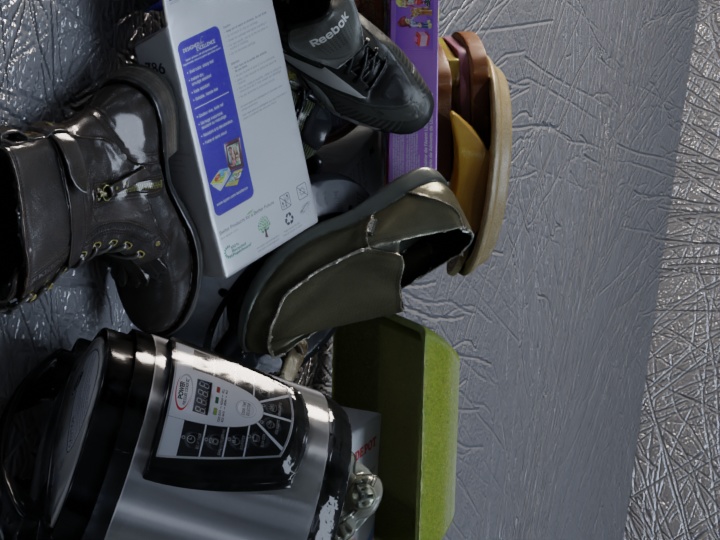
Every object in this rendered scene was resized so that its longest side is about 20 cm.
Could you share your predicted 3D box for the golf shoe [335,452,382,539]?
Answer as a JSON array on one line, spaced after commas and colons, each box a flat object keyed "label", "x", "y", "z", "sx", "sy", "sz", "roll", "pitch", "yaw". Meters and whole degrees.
[{"label": "golf shoe", "x": -0.069, "y": 0.216, "z": 1.477, "sx": 0.200, "sy": 0.078, "sz": 0.097, "roll": -33, "pitch": 167, "yaw": -13}]

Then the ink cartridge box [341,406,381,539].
[{"label": "ink cartridge box", "x": -0.048, "y": 0.219, "z": 1.622, "sx": 0.145, "sy": 0.085, "sz": 0.200, "roll": -30, "pitch": 124, "yaw": -68}]

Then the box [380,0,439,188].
[{"label": "box", "x": 0.037, "y": -0.146, "z": 1.524, "sx": 0.137, "sy": 0.039, "sz": 0.200, "roll": -102, "pitch": -168, "yaw": -84}]

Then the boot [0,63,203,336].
[{"label": "boot", "x": -0.172, "y": -0.019, "z": 1.206, "sx": 0.174, "sy": 0.069, "sz": 0.200, "roll": -46, "pitch": 136, "yaw": -53}]

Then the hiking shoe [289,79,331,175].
[{"label": "hiking shoe", "x": -0.070, "y": -0.122, "z": 1.389, "sx": 0.200, "sy": 0.101, "sz": 0.076, "roll": 69, "pitch": 31, "yaw": -57}]

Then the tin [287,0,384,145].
[{"label": "tin", "x": -0.040, "y": -0.190, "z": 1.463, "sx": 0.112, "sy": 0.042, "sz": 0.200, "roll": -15, "pitch": 119, "yaw": -28}]

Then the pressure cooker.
[{"label": "pressure cooker", "x": -0.123, "y": 0.131, "z": 1.192, "sx": 0.176, "sy": 0.200, "sz": 0.179, "roll": -176, "pitch": -75, "yaw": -77}]

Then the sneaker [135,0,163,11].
[{"label": "sneaker", "x": -0.096, "y": -0.233, "z": 1.303, "sx": 0.200, "sy": 0.078, "sz": 0.075, "roll": -62, "pitch": 152, "yaw": -46}]

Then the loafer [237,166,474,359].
[{"label": "loafer", "x": 0.000, "y": 0.000, "z": 1.394, "sx": 0.200, "sy": 0.070, "sz": 0.075, "roll": -37, "pitch": 150, "yaw": -22}]

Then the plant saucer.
[{"label": "plant saucer", "x": 0.032, "y": 0.128, "z": 1.682, "sx": 0.200, "sy": 0.048, "sz": 0.200, "roll": -158, "pitch": -112, "yaw": -66}]

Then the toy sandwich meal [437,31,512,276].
[{"label": "toy sandwich meal", "x": 0.075, "y": -0.096, "z": 1.651, "sx": 0.205, "sy": 0.070, "sz": 0.206, "roll": -176, "pitch": -90, "yaw": -82}]

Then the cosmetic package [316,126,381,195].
[{"label": "cosmetic package", "x": -0.017, "y": -0.073, "z": 1.616, "sx": 0.200, "sy": 0.074, "sz": 0.102, "roll": -54, "pitch": 147, "yaw": -53}]

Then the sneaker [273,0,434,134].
[{"label": "sneaker", "x": -0.023, "y": -0.160, "z": 1.381, "sx": 0.066, "sy": 0.200, "sz": 0.090, "roll": -51, "pitch": -162, "yaw": -4}]

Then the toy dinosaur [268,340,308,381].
[{"label": "toy dinosaur", "x": -0.081, "y": 0.131, "z": 1.419, "sx": 0.200, "sy": 0.058, "sz": 0.101, "roll": -64, "pitch": 167, "yaw": 12}]

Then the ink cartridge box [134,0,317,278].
[{"label": "ink cartridge box", "x": -0.088, "y": -0.105, "z": 1.287, "sx": 0.099, "sy": 0.039, "sz": 0.200, "roll": -32, "pitch": 120, "yaw": -43}]

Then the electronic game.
[{"label": "electronic game", "x": -0.064, "y": 0.015, "z": 1.441, "sx": 0.200, "sy": 0.042, "sz": 0.200, "roll": -35, "pitch": 148, "yaw": -25}]
